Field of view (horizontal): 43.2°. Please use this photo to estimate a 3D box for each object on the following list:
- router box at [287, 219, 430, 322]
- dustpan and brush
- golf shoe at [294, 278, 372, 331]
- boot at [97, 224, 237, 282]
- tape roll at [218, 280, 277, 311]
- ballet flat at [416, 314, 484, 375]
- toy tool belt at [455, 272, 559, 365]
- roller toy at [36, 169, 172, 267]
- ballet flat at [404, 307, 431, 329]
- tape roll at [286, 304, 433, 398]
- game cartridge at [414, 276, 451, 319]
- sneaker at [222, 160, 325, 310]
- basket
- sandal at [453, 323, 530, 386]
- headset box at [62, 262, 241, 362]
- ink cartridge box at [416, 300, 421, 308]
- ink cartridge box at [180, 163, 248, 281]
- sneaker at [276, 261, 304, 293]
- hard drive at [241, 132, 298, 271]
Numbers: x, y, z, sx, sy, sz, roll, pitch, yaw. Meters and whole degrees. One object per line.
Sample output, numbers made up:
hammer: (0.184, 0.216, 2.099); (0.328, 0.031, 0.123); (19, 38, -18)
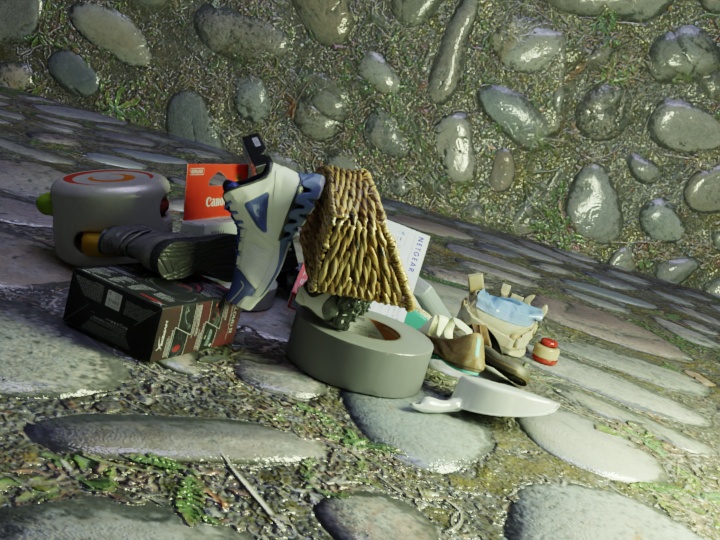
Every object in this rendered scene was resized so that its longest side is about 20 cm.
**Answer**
router box: (0.000, 0.000, 1.452); (0.179, 0.049, 0.200); (20, 55, -2)
dustpan and brush: (0.152, 0.176, 1.233); (0.200, 0.057, 0.140); (16, -2, -32)
golf shoe: (-0.030, 0.024, 1.291); (0.094, 0.078, 0.200); (18, 11, 11)
boot: (-0.248, -0.034, 1.248); (0.131, 0.070, 0.200); (18, 6, 33)
tape roll: (-0.235, 0.014, 1.482); (0.202, 0.037, 0.203); (15, 12, -3)
ballet flat: (0.125, 0.104, 1.353); (0.068, 0.072, 0.200); (17, -3, -22)
toy tool belt: (0.271, 0.084, 1.615); (0.200, 0.123, 0.125); (16, 12, 0)
roller toy: (-0.385, -0.077, 1.424); (0.200, 0.140, 0.182); (15, 21, 41)
ballet flat: (0.027, 0.069, 1.491); (0.200, 0.071, 0.065); (14, 16, -14)
tape roll: (-0.001, 0.108, 1.282); (0.200, 0.066, 0.200); (16, 12, -4)
game cartridge: (0.076, 0.035, 1.634); (0.200, 0.042, 0.133); (30, -15, 51)
sneaker: (-0.141, -0.060, 1.183); (0.115, 0.200, 0.081); (27, 8, -12)
basket: (0.008, -0.057, 1.220); (0.149, 0.143, 0.200); (11, 22, -12)
sandal: (0.202, 0.119, 1.469); (0.200, 0.055, 0.082); (30, -7, 47)
headset box: (-0.260, 0.047, 1.194); (0.148, 0.075, 0.200); (21, 13, 23)
ink cartridge box: (0.024, 0.028, 1.602); (0.200, 0.042, 0.119); (25, -26, 48)
ink cartridge box: (-0.209, -0.075, 1.405); (0.043, 0.174, 0.200); (11, 10, 19)
sneaker: (-0.082, 0.018, 1.554); (0.081, 0.074, 0.200); (-7, 1, -32)
hard drive: (-0.154, -0.115, 1.537); (0.038, 0.200, 0.140); (-17, 33, -8)
